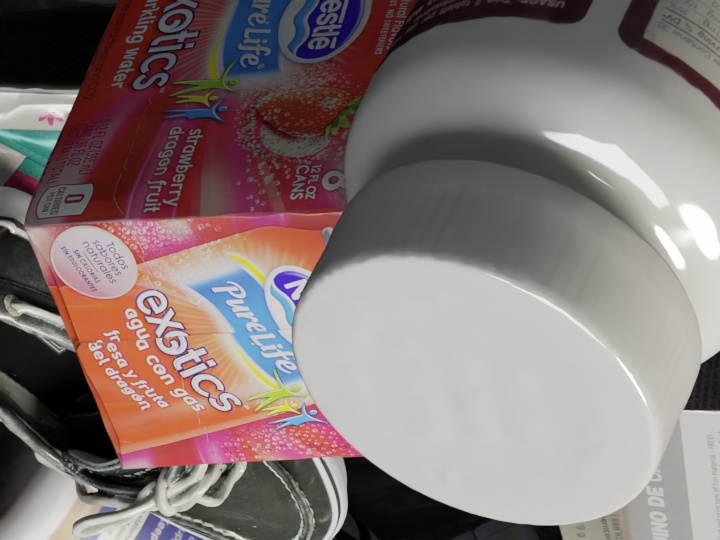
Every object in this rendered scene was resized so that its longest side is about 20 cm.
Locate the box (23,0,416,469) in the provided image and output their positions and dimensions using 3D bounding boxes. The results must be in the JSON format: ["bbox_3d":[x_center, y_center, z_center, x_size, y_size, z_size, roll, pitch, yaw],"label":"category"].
[{"bbox_3d":[-0.016,-0.044,0.744,0.099,0.201,0.096,-4,130,17],"label":"box"}]

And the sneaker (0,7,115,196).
[{"bbox_3d":[-0.146,-0.030,0.877,0.198,0.084,0.121,4,124,9],"label":"sneaker"}]

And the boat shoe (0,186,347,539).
[{"bbox_3d":[-0.072,0.052,0.841,0.073,0.068,0.199,-29,129,16],"label":"boat shoe"}]

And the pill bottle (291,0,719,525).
[{"bbox_3d":[0.061,-0.042,0.626,0.109,0.201,0.110,17,142,14],"label":"pill bottle"}]

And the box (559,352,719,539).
[{"bbox_3d":[0.175,0.070,0.880,0.199,0.095,0.078,-2,132,18],"label":"box"}]

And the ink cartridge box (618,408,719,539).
[{"bbox_3d":[0.170,0.073,0.752,0.174,0.084,0.201,0,137,12],"label":"ink cartridge box"}]

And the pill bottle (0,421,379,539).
[{"bbox_3d":[-0.059,0.126,0.974,0.200,0.116,0.116,37,130,-20],"label":"pill bottle"}]

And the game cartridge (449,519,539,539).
[{"bbox_3d":[0.042,0.192,0.948,0.129,0.038,0.201,-27,122,-6],"label":"game cartridge"}]
